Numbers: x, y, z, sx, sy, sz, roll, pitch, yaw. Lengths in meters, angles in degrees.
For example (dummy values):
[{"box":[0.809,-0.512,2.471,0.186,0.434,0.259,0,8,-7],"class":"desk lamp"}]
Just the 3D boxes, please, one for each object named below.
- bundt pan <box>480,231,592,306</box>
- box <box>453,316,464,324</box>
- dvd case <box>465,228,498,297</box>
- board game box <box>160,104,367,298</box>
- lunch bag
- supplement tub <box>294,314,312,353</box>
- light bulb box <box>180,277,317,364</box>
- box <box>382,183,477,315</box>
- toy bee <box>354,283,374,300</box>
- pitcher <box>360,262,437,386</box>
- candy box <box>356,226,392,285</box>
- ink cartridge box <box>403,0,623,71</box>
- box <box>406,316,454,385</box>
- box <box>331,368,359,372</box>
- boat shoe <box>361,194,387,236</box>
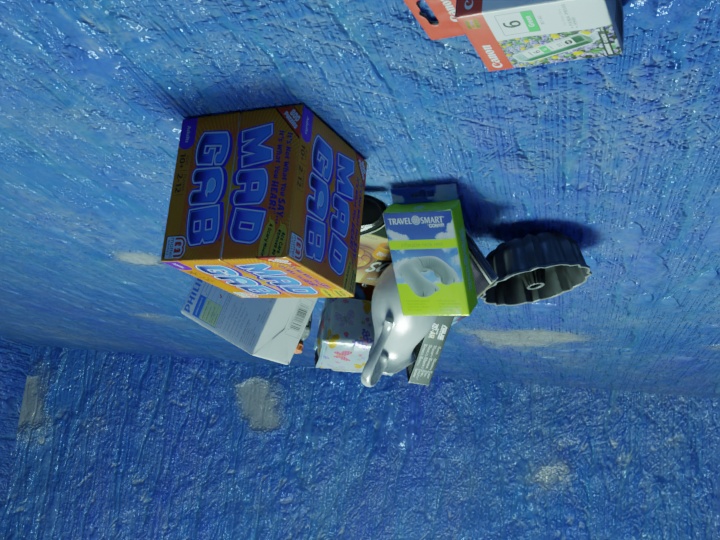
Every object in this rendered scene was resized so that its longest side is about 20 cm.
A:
[{"box":[0.299,-0.007,1.538,0.197,0.078,0.203,-9,159,-3],"class":"bundt pan"},{"box":[0.125,0.119,1.885,0.134,0.039,0.200,-7,161,-32],"class":"box"},{"box":[0.168,-0.026,1.492,0.016,0.150,0.200,-31,171,-10],"class":"dvd case"},{"box":[-0.126,-0.085,1.213,0.195,0.205,0.199,-2,164,27],"class":"board game box"},{"box":[-0.006,0.136,1.746,0.165,0.130,0.201,7,152,-4],"class":"lunch bag"},{"box":[-0.157,0.065,1.833,0.119,0.205,0.123,6,167,1],"class":"supplement tub"},{"box":[-0.197,0.039,1.643,0.197,0.202,0.124,24,178,32],"class":"light bulb box"},{"box":[0.108,-0.029,1.376,0.119,0.204,0.048,-1,-156,28],"class":"box"},{"box":[0.000,0.000,1.739,0.130,0.109,0.201,-30,162,-34],"class":"toy bee"},{"box":[0.061,0.093,1.520,0.119,0.203,0.172,25,-145,15],"class":"pitcher"},{"box":[0.020,-0.034,1.527,0.197,0.056,0.115,11,134,-44],"class":"candy box"},{"box":[0.137,-0.234,0.816,0.196,0.052,0.109,-2,164,26],"class":"ink cartridge box"},{"box":[0.127,0.087,1.659,0.042,0.162,0.203,9,122,-11],"class":"box"},{"box":[-0.018,0.114,1.935,0.076,0.206,0.095,2,-172,14],"class":"box"},{"box":[-0.054,-0.097,1.405,0.196,0.076,0.063,8,175,13],"class":"boat shoe"}]
